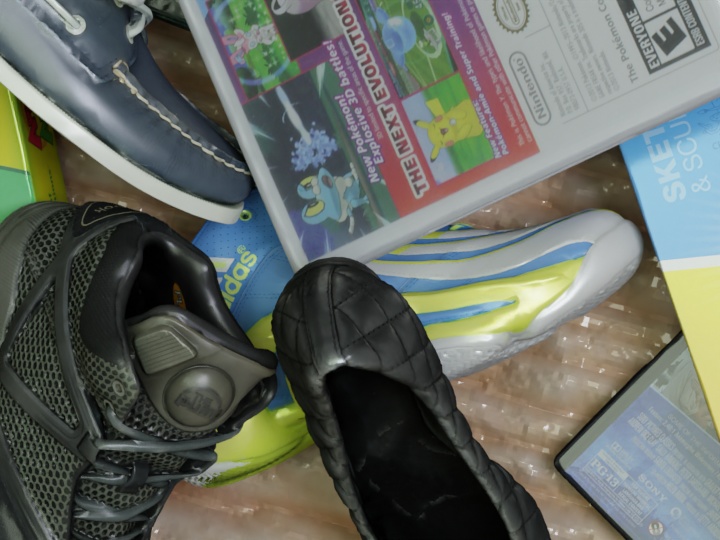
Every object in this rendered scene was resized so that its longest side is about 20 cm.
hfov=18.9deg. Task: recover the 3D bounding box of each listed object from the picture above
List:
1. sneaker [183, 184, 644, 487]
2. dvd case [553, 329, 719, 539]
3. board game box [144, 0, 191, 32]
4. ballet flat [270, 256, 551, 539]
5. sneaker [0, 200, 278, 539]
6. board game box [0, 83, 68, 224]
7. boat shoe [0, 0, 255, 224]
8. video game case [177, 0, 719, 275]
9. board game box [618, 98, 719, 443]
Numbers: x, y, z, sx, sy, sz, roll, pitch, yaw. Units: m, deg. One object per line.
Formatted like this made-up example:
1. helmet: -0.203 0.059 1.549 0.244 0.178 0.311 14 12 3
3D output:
1. sneaker: 0.000 0.000 0.807 0.200 0.076 0.105 -25 83 8
2. dvd case: 0.190 0.051 0.802 0.143 0.018 0.200 45 96 9
3. board game box: -0.064 -0.164 0.846 0.200 0.028 0.135 22 92 9
4. ballet flat: 0.019 0.080 0.764 0.066 0.057 0.200 -18 127 17
5. sneaker: -0.091 0.074 0.761 0.114 0.076 0.200 1 80 50
6. board game box: -0.176 -0.069 0.831 0.101 0.048 0.200 -9 99 9
7. boat shoe: -0.110 -0.094 0.769 0.200 0.075 0.062 38 95 -7
8. video game case: 0.018 -0.120 0.747 0.182 0.023 0.200 -25 85 23
9. board game box: 0.186 -0.003 0.775 0.153 0.040 0.200 -20 85 8
